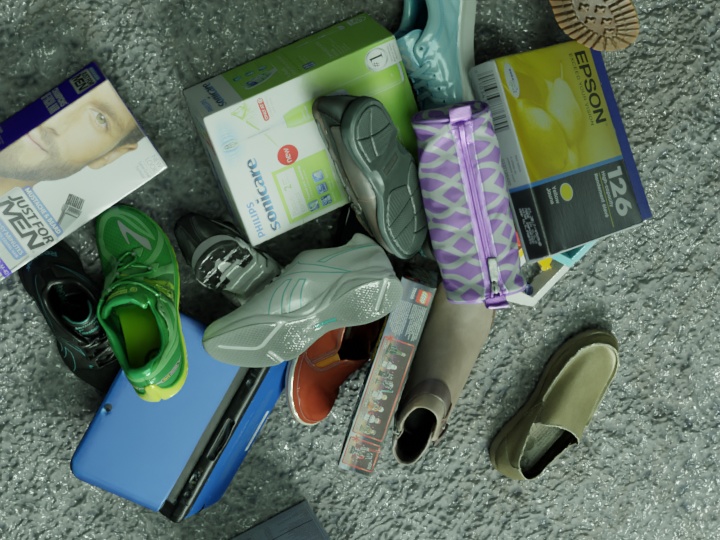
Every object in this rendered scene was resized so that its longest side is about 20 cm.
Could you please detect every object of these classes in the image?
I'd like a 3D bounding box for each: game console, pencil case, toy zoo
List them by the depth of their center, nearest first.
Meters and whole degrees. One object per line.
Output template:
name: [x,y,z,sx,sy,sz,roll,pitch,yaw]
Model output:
pencil case: [0.102,-0.061,1.658,0.084,0.086,0.200,-14,103,1]
game console: [-0.173,0.139,1.773,0.118,0.171,0.200,33,101,12]
toy zoo: [0.179,-0.034,1.829,0.131,0.020,0.200,25,118,-39]

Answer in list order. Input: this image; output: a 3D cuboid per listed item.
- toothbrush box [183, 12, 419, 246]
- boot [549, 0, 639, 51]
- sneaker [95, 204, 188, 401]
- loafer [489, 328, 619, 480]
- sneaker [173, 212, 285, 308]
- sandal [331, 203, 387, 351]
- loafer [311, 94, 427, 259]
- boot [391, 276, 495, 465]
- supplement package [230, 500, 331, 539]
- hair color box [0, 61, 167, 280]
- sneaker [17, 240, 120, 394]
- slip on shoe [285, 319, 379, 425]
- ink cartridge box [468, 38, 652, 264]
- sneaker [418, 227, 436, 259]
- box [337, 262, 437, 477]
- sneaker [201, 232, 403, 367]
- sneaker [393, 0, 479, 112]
toothbrush box: [-0.049,-0.137,1.692,0.200,0.086,0.146,-23,120,-8]
boot: [0.208,-0.305,1.708,0.075,0.107,0.200,-24,126,30]
sneaker: [-0.208,0.022,1.650,0.074,0.200,0.084,-20,158,6]
loafer: [0.224,0.156,1.935,0.076,0.067,0.200,30,100,-29]
sneaker: [-0.120,-0.004,1.733,0.066,0.091,0.200,-44,146,3]
sandal: [-0.001,0.000,1.794,0.076,0.043,0.200,-1,113,-21]
loafer: [0.011,-0.093,1.658,0.072,0.063,0.200,-51,141,-25]
boot: [0.083,0.100,1.796,0.070,0.146,0.200,18,127,6]
supplement package: [-0.056,0.393,1.856,0.147,0.200,0.191,-28,119,-8]
hair color box: [-0.294,-0.090,1.631,0.200,0.065,0.109,-36,120,-5]
sneaker: [-0.266,0.060,1.699,0.075,0.079,0.200,-36,122,-4]
slip on shoe: [-0.023,0.083,1.768,0.074,0.061,0.200,-13,136,-43]
ink cartridge box: [0.212,-0.126,1.731,0.200,0.047,0.198,-19,92,-39]
sneaker: [0.104,-0.102,1.764,0.075,0.079,0.200,38,74,-40]
box: [0.029,0.097,1.768,0.040,0.137,0.200,19,96,0]
sneaker: [-0.060,0.030,1.690,0.200,0.080,0.070,-22,140,2]
sneaker: [0.063,-0.201,1.699,0.082,0.074,0.200,-3,93,-28]
